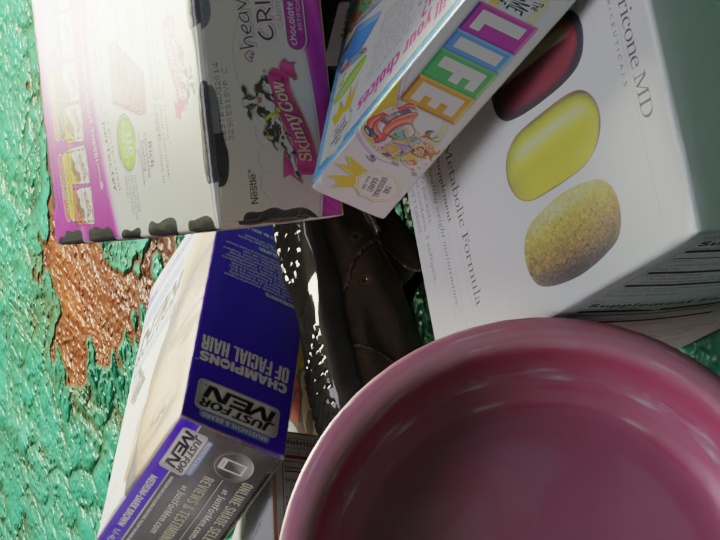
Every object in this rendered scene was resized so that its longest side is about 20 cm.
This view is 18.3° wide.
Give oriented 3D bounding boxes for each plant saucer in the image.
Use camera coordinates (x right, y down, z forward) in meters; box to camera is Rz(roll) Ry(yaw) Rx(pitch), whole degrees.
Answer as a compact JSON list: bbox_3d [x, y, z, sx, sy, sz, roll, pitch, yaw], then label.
[{"bbox_3d":[0.068,0.119,0.811,0.051,0.200,0.201,99,160,-77],"label":"plant saucer"}]

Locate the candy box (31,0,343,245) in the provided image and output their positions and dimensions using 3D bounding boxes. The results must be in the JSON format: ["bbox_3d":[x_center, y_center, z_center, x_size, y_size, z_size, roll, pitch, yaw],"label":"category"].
[{"bbox_3d":[-0.082,-0.083,0.983,0.200,0.061,0.137,-1,95,64],"label":"candy box"}]

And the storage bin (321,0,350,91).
[{"bbox_3d":[-0.012,-0.141,1.055,0.094,0.135,0.201,59,144,43],"label":"storage bin"}]

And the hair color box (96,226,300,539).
[{"bbox_3d":[-0.080,0.052,1.205,0.109,0.065,0.200,-55,20,37],"label":"hair color box"}]

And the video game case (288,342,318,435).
[{"bbox_3d":[-0.012,0.101,1.235,0.182,0.023,0.201,-40,58,60],"label":"video game case"}]

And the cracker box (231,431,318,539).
[{"bbox_3d":[-0.035,0.200,1.146,0.201,0.057,0.134,-93,17,-46],"label":"cracker box"}]

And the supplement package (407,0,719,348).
[{"bbox_3d":[0.110,-0.040,0.850,0.200,0.109,0.114,143,119,-61],"label":"supplement package"}]

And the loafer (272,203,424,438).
[{"bbox_3d":[0.000,0.000,1.140,0.073,0.071,0.201,111,152,-61],"label":"loafer"}]

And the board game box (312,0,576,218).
[{"bbox_3d":[0.048,-0.127,0.846,0.200,0.034,0.135,-47,25,50],"label":"board game box"}]
